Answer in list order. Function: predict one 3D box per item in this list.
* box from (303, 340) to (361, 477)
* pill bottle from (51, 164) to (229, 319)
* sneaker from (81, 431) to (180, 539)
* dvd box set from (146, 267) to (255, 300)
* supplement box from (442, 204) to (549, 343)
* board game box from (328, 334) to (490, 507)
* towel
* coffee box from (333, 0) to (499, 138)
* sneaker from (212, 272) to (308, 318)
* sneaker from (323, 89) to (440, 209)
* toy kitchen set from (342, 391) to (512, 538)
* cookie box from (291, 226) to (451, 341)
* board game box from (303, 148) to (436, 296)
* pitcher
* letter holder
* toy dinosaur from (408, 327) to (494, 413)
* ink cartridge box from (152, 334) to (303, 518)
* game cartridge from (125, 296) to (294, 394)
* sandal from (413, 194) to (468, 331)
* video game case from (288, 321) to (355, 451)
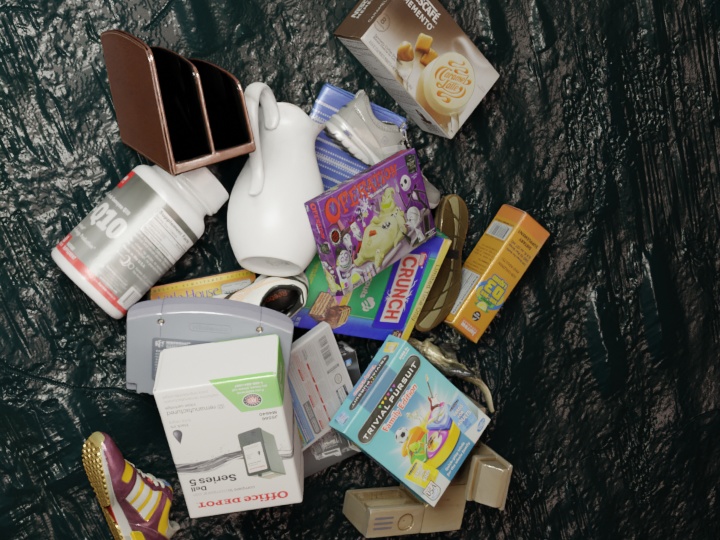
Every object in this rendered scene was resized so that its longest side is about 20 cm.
[{"bbox_3d":[-0.087,0.210,1.436,0.198,0.050,0.160,-21,114,-22],"label":"box"},{"bbox_3d":[-0.260,-0.051,1.215,0.200,0.114,0.114,-47,122,-9],"label":"pill bottle"},{"bbox_3d":[-0.298,0.282,1.334,0.089,0.075,0.202,-27,124,-28],"label":"sneaker"},{"bbox_3d":[-0.192,0.107,1.321,0.144,0.029,0.203,-12,96,-25],"label":"dvd box set"},{"bbox_3d":[0.194,0.005,1.521,0.066,0.069,0.201,35,89,-31],"label":"supplement box"},{"bbox_3d":[0.072,0.212,1.422,0.200,0.047,0.152,43,76,-28],"label":"board game box"},{"bbox_3d":[-0.027,-0.135,1.374,0.143,0.024,0.202,20,96,-32],"label":"towel"},{"bbox_3d":[0.077,-0.286,1.350,0.115,0.080,0.200,-51,123,-6],"label":"coffee box"},{"bbox_3d":[-0.152,0.058,1.265,0.199,0.080,0.074,-33,106,-4],"label":"sneaker"},{"bbox_3d":[0.046,-0.156,1.350,0.199,0.075,0.082,39,90,-31],"label":"sneaker"},{"bbox_3d":[0.102,0.300,1.507,0.178,0.163,0.203,3,104,-30],"label":"toy kitchen set"},{"bbox_3d":[0.000,0.000,1.384,0.198,0.075,0.173,10,113,-31],"label":"cookie box"},{"bbox_3d":[0.017,-0.063,1.261,0.199,0.032,0.122,-33,109,-43],"label":"board game box"},{"bbox_3d":[-0.107,-0.108,1.226,0.171,0.119,0.203,38,54,-62],"label":"pitcher"},{"bbox_3d":[-0.211,-0.206,1.141,0.099,0.200,0.144,-19,114,-22],"label":"letter holder"},{"bbox_3d":[0.134,0.134,1.483,0.199,0.088,0.048,35,61,-4],"label":"toy dinosaur"},{"bbox_3d":[-0.152,0.189,1.217,0.143,0.084,0.202,-8,122,1],"label":"ink cartridge box"},{"bbox_3d":[-0.182,0.095,1.226,0.197,0.041,0.135,5,127,-7],"label":"game cartridge"},{"bbox_3d":[0.107,-0.011,1.477,0.080,0.054,0.203,15,84,-46],"label":"sandal"},{"bbox_3d":[-0.098,0.179,1.341,0.199,0.018,0.145,-35,123,-25],"label":"video game case"}]
